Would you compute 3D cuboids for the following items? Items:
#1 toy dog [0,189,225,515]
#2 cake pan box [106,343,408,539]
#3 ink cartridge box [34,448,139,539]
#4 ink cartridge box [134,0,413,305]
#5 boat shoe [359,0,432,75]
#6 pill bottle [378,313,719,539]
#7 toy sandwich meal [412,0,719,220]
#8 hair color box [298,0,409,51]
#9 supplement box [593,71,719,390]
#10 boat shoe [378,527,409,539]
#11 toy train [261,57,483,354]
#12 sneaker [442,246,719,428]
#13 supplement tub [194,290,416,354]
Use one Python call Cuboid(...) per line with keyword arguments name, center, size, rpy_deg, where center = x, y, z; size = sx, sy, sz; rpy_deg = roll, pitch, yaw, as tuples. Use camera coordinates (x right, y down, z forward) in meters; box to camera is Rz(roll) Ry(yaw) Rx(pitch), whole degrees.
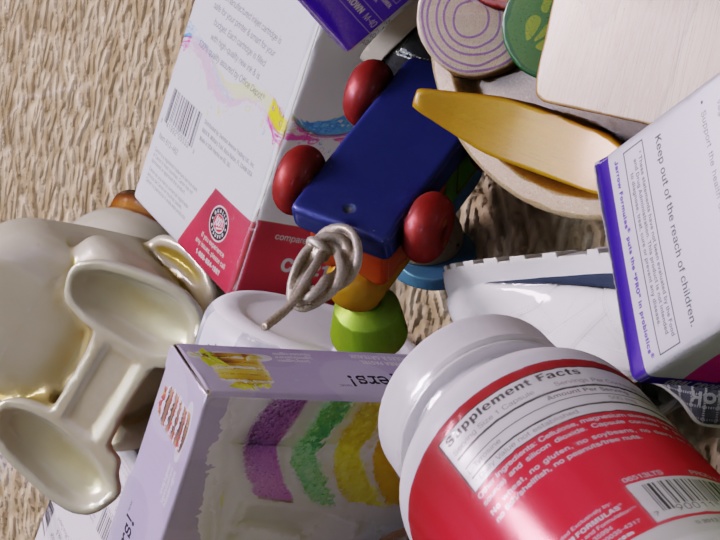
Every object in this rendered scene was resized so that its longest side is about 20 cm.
Cuboid(name="toy dog", center=(-0.152, 0.029, 1.428), size=(0.200, 0.194, 0.140), rpy_deg=(-38, -29, -73))
Cuboid(name="cake pan box", center=(-0.026, 0.130, 1.196), size=(0.052, 0.184, 0.200), rpy_deg=(53, 130, 52))
Cuboid(name="ink cartridge box", center=(-0.143, 0.183, 1.500), size=(0.116, 0.068, 0.200), rpy_deg=(51, 125, 52))
Cuboid(name="ink cartridge box", center=(-0.035, -0.098, 1.378), size=(0.146, 0.083, 0.200), rpy_deg=(44, 120, 55))
Cuboid(name="boat shoe", center=(0.085, -0.138, 1.226), size=(0.068, 0.072, 0.200), rpy_deg=(52, 129, 2))
Cuboid(name="pill bottle", center=(0.084, 0.101, 0.989), size=(0.200, 0.112, 0.112), rpy_deg=(50, 125, 52))
Cuboid(name="toy sandwich meal", center=(0.105, -0.113, 1.105), size=(0.205, 0.070, 0.205), rpy_deg=(-3, 85, 33))
Cuboid(name="hair color box", center=(0.035, -0.211, 1.226), size=(0.200, 0.065, 0.109), rpy_deg=(-39, 41, 5))
Cuboid(name="supplement box", center=(0.192, -0.034, 0.964), size=(0.200, 0.101, 0.103), rpy_deg=(-40, 50, 48))
Cuboid(name="boat shoe", center=(0.062, 0.141, 1.143), size=(0.202, 0.075, 0.075), rpy_deg=(-38, 49, 32))
Cuboid(name="toy train", center=(0.000, 0.000, 1.202), size=(0.200, 0.085, 0.116), rpy_deg=(-54, -25, -39))
Cuboid(name="sneaker", center=(0.100, 0.029, 1.138), size=(0.200, 0.076, 0.081), rpy_deg=(-2, 95, 62))
Cuboid(name="supplement tub", center=(-0.046, 0.121, 1.301), size=(0.123, 0.122, 0.200), rpy_deg=(36, 112, 56))
